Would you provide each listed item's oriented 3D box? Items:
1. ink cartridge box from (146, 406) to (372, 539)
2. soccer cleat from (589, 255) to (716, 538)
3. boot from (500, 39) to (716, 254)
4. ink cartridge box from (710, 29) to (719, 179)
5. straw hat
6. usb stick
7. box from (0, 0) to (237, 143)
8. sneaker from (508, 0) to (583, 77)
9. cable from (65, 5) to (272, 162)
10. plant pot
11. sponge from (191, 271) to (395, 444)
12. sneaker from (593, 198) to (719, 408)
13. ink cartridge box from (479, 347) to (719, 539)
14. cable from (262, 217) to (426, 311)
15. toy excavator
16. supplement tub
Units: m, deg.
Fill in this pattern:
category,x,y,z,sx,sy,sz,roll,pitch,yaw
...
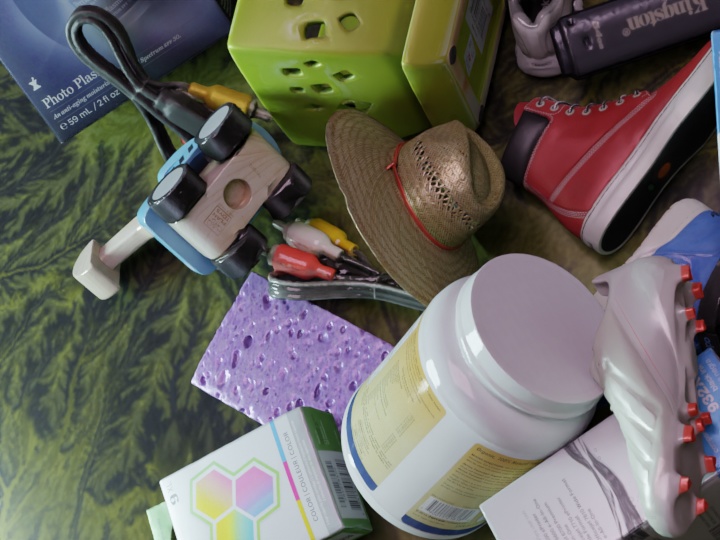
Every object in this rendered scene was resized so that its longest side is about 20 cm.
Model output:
category,x,y,z,sx,sy,sz,roll,pitch,yaw
ink cartridge box,-0.098,0.201,1.255,0.199,0.059,0.105,-28,69,20
soccer cleat,0.190,0.084,1.029,0.077,0.069,0.202,-11,56,25
boot,0.206,-0.132,1.260,0.144,0.072,0.201,42,94,31
ink cartridge box,0.366,-0.109,1.116,0.198,0.144,0.149,-3,95,22
straw hat,0.067,-0.067,1.215,0.085,0.200,0.203,-36,61,26
usb stick,0.254,-0.209,1.260,0.198,0.033,0.056,-18,102,4
box,-0.247,-0.261,1.405,0.199,0.199,0.124,-32,22,9
sneaker,0.157,-0.271,1.323,0.074,0.081,0.202,-8,67,22
cable,-0.179,-0.155,1.374,0.199,0.050,0.097,35,124,-7
plant pot,0.019,-0.221,1.301,0.179,0.200,0.201,9,74,19
sponge,-0.039,0.091,1.304,0.199,0.030,0.112,27,84,27
sneaker,0.236,0.048,1.175,0.111,0.077,0.200,34,80,38
ink cartridge box,0.202,0.163,1.110,0.199,0.145,0.084,-35,61,7
cable,0.000,0.000,1.292,0.198,0.051,0.097,13,32,30
toy excavator,-0.157,-0.048,1.348,0.195,0.100,0.200,-52,23,-9
supplement tub,0.086,0.094,1.139,0.200,0.143,0.146,-51,51,45
